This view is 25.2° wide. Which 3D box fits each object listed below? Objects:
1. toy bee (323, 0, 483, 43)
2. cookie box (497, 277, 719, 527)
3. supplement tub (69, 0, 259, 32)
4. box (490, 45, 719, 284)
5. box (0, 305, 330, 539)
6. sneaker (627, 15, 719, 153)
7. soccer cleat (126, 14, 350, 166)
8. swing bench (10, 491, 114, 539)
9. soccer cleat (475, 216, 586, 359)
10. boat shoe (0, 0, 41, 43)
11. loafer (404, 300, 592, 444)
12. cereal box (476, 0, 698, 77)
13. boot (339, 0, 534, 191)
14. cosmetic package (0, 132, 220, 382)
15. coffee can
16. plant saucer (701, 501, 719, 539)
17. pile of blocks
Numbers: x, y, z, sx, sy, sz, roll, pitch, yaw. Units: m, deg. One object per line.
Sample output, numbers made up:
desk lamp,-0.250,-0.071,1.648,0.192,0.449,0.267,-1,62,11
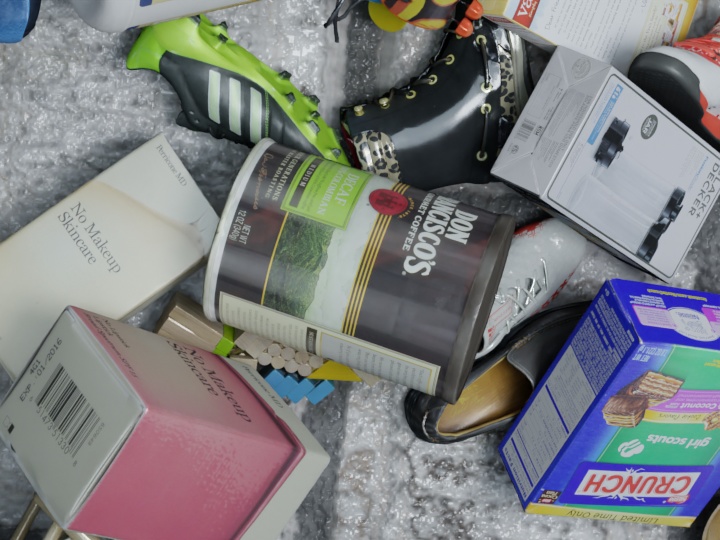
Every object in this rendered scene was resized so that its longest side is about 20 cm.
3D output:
toy bee,0.040,-0.218,1.215,0.108,0.131,0.201,25,61,-9
cookie box,0.232,0.111,1.288,0.170,0.075,0.201,8,130,-25
supplement tub,-0.118,-0.262,1.179,0.199,0.144,0.145,-17,102,-25
box,0.204,-0.081,1.274,0.200,0.060,0.117,29,90,-45
box,-0.142,0.123,1.167,0.199,0.128,0.109,23,107,-49
sneaker,0.277,-0.170,1.276,0.067,0.201,0.109,23,88,32
soccer cleat,-0.094,-0.129,1.266,0.200,0.068,0.081,40,114,-18
swing bench,-0.185,0.237,1.228,0.199,0.199,0.130,29,93,-13
soccer cleat,0.107,0.028,1.309,0.199,0.085,0.069,-34,103,-4
boat shoe,-0.271,-0.274,1.207,0.083,0.069,0.202,9,102,2
loafer,0.135,0.090,1.330,0.199,0.072,0.073,-31,102,-5
cereal box,0.189,-0.232,1.262,0.199,0.039,0.145,21,89,-39
boot,0.055,-0.155,1.280,0.153,0.073,0.205,-15,99,-5
cosmetic package,-0.205,-0.007,1.245,0.199,0.073,0.104,-36,90,-3
coffee can,0.000,0.000,1.205,0.199,0.146,0.147,18,95,8
plant saucer,0.389,0.213,1.376,0.199,0.036,0.201,0,131,0
pile of blocks,-0.076,0.064,1.298,0.198,0.062,0.083,9,113,-6
